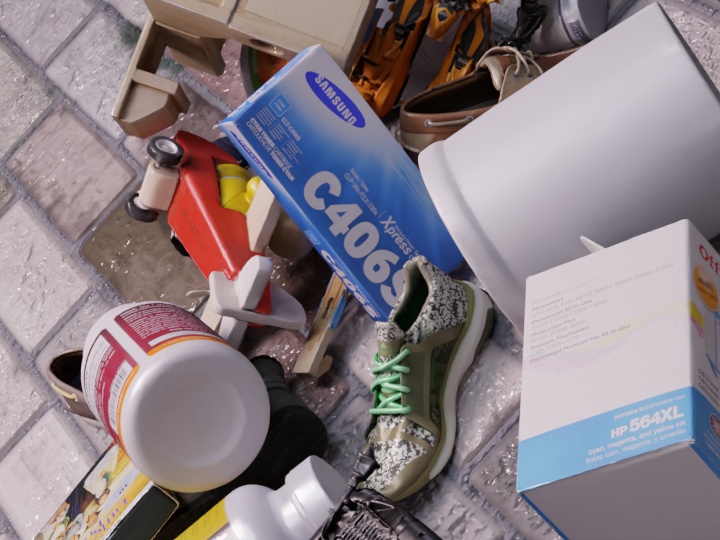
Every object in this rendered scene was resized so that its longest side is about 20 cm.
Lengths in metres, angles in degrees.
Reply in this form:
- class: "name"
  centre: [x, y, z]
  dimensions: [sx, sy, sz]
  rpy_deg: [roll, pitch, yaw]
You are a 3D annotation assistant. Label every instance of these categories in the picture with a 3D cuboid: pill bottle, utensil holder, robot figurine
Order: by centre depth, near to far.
- class: "utensil holder"
  centre: [0.168, -0.066, 1.436]
  dimensions: [0.199, 0.170, 0.171]
  rpy_deg: [-33, 38, 12]
- class: "pill bottle"
  centre: [-0.085, 0.224, 1.451]
  dimensions: [0.200, 0.112, 0.112]
  rpy_deg: [-40, 36, 8]
- class: "pill bottle"
  centre: [-0.148, 0.087, 1.555]
  dimensions: [0.113, 0.113, 0.200]
  rpy_deg: [-48, 23, -4]
- class: "robot figurine"
  centre: [0.064, -0.190, 1.640]
  dimensions: [0.058, 0.144, 0.201]
  rpy_deg: [-53, -13, -73]
- class: "pill bottle"
  centre: [0.004, -0.189, 1.757]
  dimensions: [0.199, 0.111, 0.112]
  rpy_deg: [-17, 45, 33]

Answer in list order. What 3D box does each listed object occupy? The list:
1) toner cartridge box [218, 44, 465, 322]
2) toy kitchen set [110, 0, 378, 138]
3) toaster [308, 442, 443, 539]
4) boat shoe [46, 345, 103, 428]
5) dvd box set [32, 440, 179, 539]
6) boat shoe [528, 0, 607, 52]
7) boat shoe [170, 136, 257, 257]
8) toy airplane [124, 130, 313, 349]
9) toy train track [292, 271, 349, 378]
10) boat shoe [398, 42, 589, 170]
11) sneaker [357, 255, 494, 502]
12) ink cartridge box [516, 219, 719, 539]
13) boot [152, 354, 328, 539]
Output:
- class: "toner cartridge box"
  centre: [-0.009, -0.064, 1.564]
  dimensions: [0.095, 0.200, 0.043]
  rpy_deg: [-42, 13, -14]
- class: "toy kitchen set"
  centre: [-0.092, -0.167, 1.679]
  dimensions: [0.179, 0.200, 0.164]
  rpy_deg: [21, 83, 6]
- class: "toaster"
  centre: [0.017, 0.251, 1.319]
  dimensions: [0.200, 0.119, 0.181]
  rpy_deg: [-50, 37, -4]
- class: "boat shoe"
  centre: [-0.188, 0.098, 1.717]
  dimensions: [0.199, 0.060, 0.072]
  rpy_deg: [4, 58, 46]
- class: "dvd box set"
  centre: [-0.208, 0.205, 1.597]
  dimensions: [0.147, 0.029, 0.200]
  rpy_deg: [-51, 14, -1]
- class: "boat shoe"
  centre: [0.167, -0.263, 1.707]
  dimensions: [0.069, 0.071, 0.201]
  rpy_deg: [-16, 52, 31]
- class: "boat shoe"
  centre: [-0.086, -0.091, 1.781]
  dimensions: [0.199, 0.075, 0.093]
  rpy_deg: [-26, 48, 27]
- class: "toy airplane"
  centre: [-0.089, -0.023, 1.663]
  dimensions: [0.199, 0.140, 0.201]
  rpy_deg: [-6, 87, 53]
- class: "toy train track"
  centre: [0.000, 0.000, 1.645]
  dimensions: [0.114, 0.032, 0.201]
  rpy_deg: [-5, 56, 54]
- class: "boat shoe"
  centre: [0.120, -0.136, 1.592]
  dimensions: [0.199, 0.072, 0.076]
  rpy_deg: [-27, 37, -9]
- class: "sneaker"
  centre: [0.028, 0.076, 1.500]
  dimensions: [0.076, 0.089, 0.201]
  rpy_deg: [-9, 50, 39]
- class: "ink cartridge box"
  centre: [0.186, 0.075, 1.310]
  dimensions: [0.125, 0.129, 0.201]
  rpy_deg: [-21, 44, 29]
- class: "boot"
  centre: [-0.114, 0.163, 1.595]
  dimensions: [0.200, 0.068, 0.131]
  rpy_deg: [-45, 27, -3]
